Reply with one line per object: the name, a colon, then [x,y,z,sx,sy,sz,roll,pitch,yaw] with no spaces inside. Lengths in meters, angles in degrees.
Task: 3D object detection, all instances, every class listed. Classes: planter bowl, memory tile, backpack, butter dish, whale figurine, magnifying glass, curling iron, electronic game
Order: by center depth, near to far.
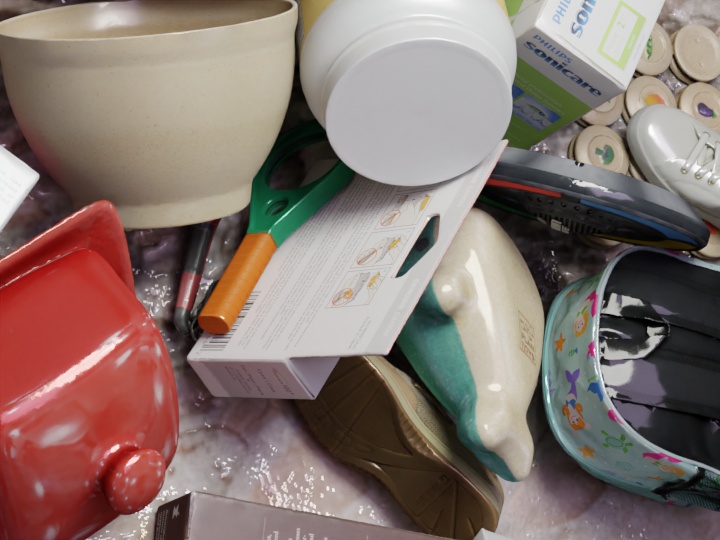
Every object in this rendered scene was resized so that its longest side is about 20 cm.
butter dish: [-0.178,0.095,1.193,0.148,0.200,0.200,33,54,31]
planter bowl: [-0.137,-0.104,1.307,0.200,0.200,0.135,-12,108,-28]
magnifying glass: [-0.059,-0.034,1.363,0.022,0.080,0.200,61,43,-34]
whale figurine: [0.069,0.054,1.375,0.159,0.104,0.200,47,31,-50]
curling iron: [-0.101,-0.038,1.385,0.050,0.026,0.200,26,58,-41]
electronic game: [0.152,-0.048,1.413,0.200,0.200,0.042,17,87,-21]
backpack: [0.225,0.079,1.434,0.200,0.151,0.178,19,62,-28]
memory tile: [0.232,-0.109,1.572,0.153,0.017,0.200,6,72,-25]

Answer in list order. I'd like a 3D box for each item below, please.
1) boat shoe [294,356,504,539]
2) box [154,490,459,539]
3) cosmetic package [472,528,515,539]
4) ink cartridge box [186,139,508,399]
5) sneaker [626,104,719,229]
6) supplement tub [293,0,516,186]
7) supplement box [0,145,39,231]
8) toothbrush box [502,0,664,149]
boat shoe: [0.023,0.109,1.383,0.200,0.071,0.065,49,25,-5]
box: [-0.038,0.216,1.311,0.200,0.075,0.100,14,70,-23]
cosmetic package: [0.156,0.267,1.360,0.200,0.085,0.108,21,28,-21]
ink cartridge box: [0.000,0.000,1.323,0.045,0.176,0.200,56,49,-32]
sneaker: [0.301,-0.069,1.537,0.200,0.085,0.073,38,64,-10]
supplement tub: [0.027,-0.168,1.332,0.145,0.145,0.200,15,39,-21]
supplement box: [-0.305,-0.002,1.229,0.103,0.101,0.200,36,63,-12]
toothbrush box: [0.133,-0.176,1.438,0.086,0.200,0.146,33,63,-13]
